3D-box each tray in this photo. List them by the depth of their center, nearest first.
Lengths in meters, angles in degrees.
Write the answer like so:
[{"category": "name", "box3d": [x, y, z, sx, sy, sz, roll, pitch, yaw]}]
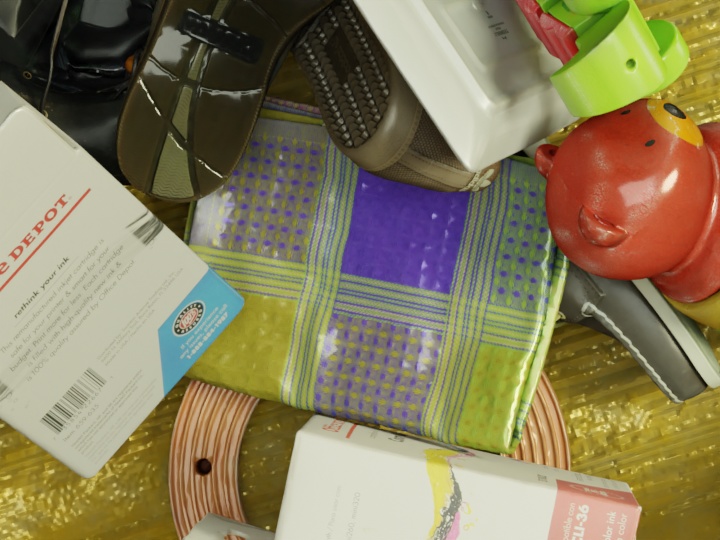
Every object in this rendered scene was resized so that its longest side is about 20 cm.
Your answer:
[{"category": "tray", "box3d": [0.056, -0.107, 1.142, 0.022, 0.200, 0.108, -35, 88, 22]}]

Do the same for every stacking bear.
[{"category": "stacking bear", "box3d": [0.175, -0.024, 1.137, 0.199, 0.122, 0.114, 11, 125, -28]}]

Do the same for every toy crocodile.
[{"category": "toy crocodile", "box3d": [0.095, -0.127, 1.129, 0.062, 0.200, 0.068, -32, 124, 4]}]

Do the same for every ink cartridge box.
[{"category": "ink cartridge box", "box3d": [-0.152, -0.002, 1.117, 0.116, 0.200, 0.067, -48, 53, -3]}, {"category": "ink cartridge box", "box3d": [0.025, 0.113, 1.160, 0.199, 0.116, 0.068, 12, 91, 2]}]

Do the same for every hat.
[{"category": "hat", "box3d": [-0.142, -0.137, 1.209, 0.199, 0.081, 0.202, -2, 100, -10]}]

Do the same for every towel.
[{"category": "towel", "box3d": [0.000, 0.000, 1.183, 0.199, 0.023, 0.144, 14, 90, 25]}]

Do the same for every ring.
[{"category": "ring", "box3d": [0.005, 0.100, 1.229, 0.199, 0.019, 0.202, 0, 90, 3]}]

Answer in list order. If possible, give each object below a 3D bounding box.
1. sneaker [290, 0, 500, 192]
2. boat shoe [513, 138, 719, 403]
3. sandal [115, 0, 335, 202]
[{"category": "sneaker", "box3d": [0.014, -0.105, 1.177, 0.075, 0.201, 0.070, 26, 124, -30]}, {"category": "boat shoe", "box3d": [0.095, -0.011, 1.203, 0.061, 0.072, 0.201, -40, 80, 7]}, {"category": "sandal", "box3d": [-0.052, -0.125, 1.164, 0.081, 0.055, 0.201, 24, 105, -9]}]
